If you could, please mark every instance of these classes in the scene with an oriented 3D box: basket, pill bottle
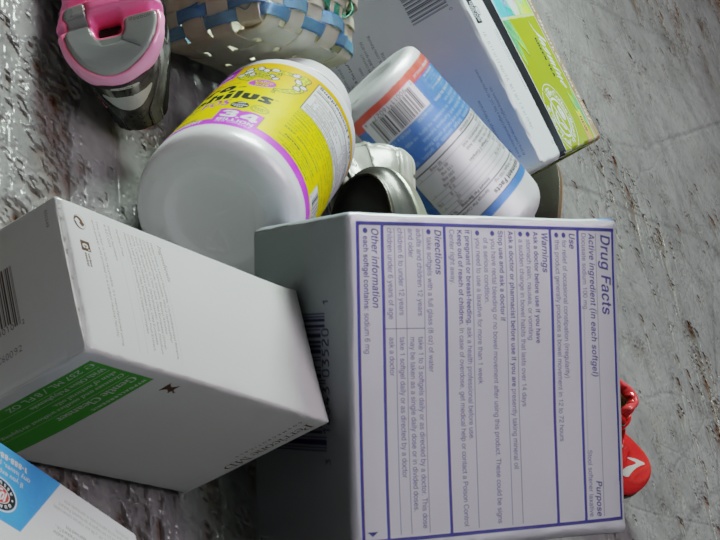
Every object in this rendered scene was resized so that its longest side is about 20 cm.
[{"bbox_3d":[-0.074,-0.238,1.217,0.176,0.138,0.202,14,62,-59],"label":"basket"},{"bbox_3d":[0.064,-0.059,1.311,0.200,0.112,0.112,48,26,-10],"label":"pill bottle"},{"bbox_3d":[-0.063,-0.071,1.108,0.105,0.104,0.200,56,24,-13],"label":"pill bottle"}]

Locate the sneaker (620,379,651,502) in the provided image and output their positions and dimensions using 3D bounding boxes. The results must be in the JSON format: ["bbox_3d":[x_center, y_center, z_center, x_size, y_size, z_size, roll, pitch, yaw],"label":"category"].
[{"bbox_3d":[0.201,0.130,1.462,0.200,0.084,0.078,40,32,-41],"label":"sneaker"}]

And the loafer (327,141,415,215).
[{"bbox_3d":[0.000,0.000,1.186,0.069,0.070,0.202,8,54,-13],"label":"loafer"}]

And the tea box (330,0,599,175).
[{"bbox_3d":[0.080,-0.159,1.459,0.201,0.133,0.197,63,23,0],"label":"tea box"}]

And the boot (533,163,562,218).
[{"bbox_3d":[0.159,-0.072,1.620,0.076,0.073,0.201,55,21,-41],"label":"boot"}]

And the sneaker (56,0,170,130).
[{"bbox_3d":[-0.152,-0.171,1.095,0.096,0.078,0.202,68,11,-54],"label":"sneaker"}]

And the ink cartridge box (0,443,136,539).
[{"bbox_3d":[-0.153,0.178,0.704,0.116,0.067,0.201,43,30,-38],"label":"ink cartridge box"}]

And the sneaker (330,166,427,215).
[{"bbox_3d":[-0.017,0.013,1.074,0.106,0.074,0.202,26,57,-38],"label":"sneaker"}]

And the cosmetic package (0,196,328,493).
[{"bbox_3d":[-0.117,0.043,0.874,0.199,0.107,0.086,23,44,-54],"label":"cosmetic package"}]

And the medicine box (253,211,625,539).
[{"bbox_3d":[0.047,0.063,1.006,0.198,0.103,0.184,1,87,-35],"label":"medicine box"}]
